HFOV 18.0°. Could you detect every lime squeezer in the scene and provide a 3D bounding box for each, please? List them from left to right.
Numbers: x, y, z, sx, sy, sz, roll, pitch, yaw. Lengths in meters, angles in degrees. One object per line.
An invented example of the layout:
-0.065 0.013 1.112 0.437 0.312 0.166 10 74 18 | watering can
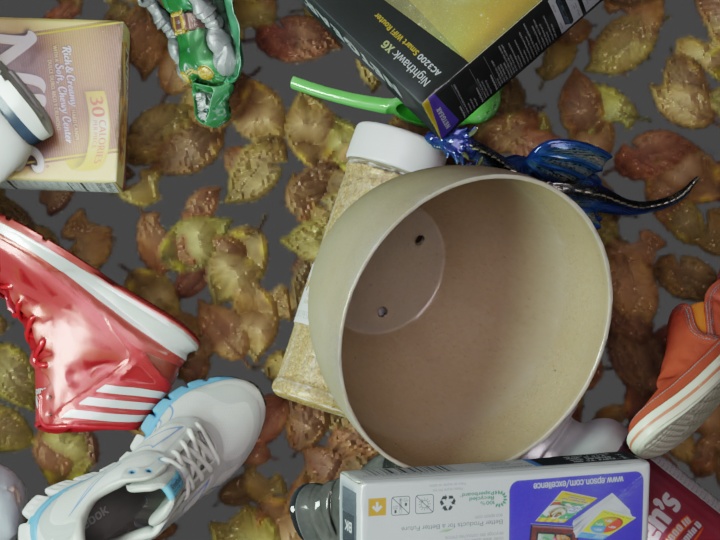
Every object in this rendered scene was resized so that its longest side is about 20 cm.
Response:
0.054 -0.132 1.602 0.199 0.038 0.071 -15 84 -1 | lime squeezer

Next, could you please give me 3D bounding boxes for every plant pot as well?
0.045 0.017 1.475 0.200 0.134 0.201 -10 111 -25 | plant pot

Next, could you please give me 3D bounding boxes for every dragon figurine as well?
0.138 -0.057 1.562 0.199 0.099 0.059 9 84 -2 | dragon figurine

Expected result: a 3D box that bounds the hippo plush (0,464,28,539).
-0.298 0.184 1.509 0.160 0.159 0.200 10 65 -10 | hippo plush

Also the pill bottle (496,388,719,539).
0.174 0.170 1.534 0.200 0.110 0.110 38 85 3 | pill bottle

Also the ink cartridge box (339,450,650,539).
0.085 0.220 1.437 0.198 0.043 0.201 -2 98 -18 | ink cartridge box

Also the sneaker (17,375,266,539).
-0.130 0.141 1.523 0.200 0.087 0.075 -39 106 -28 | sneaker

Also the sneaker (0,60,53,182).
-0.298 -0.144 1.534 0.080 0.076 0.200 -41 83 6 | sneaker

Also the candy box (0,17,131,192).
-0.264 -0.117 1.592 0.199 0.055 0.116 2 85 1 | candy box

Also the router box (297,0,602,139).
0.048 -0.208 1.562 0.157 0.052 0.200 -42 58 -4 | router box

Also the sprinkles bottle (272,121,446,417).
0.000 0.000 1.573 0.068 0.068 0.200 18 85 2 | sprinkles bottle

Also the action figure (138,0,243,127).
-0.122 -0.198 1.586 0.055 0.118 0.201 -18 96 -33 | action figure

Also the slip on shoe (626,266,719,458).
0.229 0.055 1.538 0.061 0.074 0.200 34 53 12 | slip on shoe

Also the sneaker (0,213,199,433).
-0.222 0.043 1.566 0.200 0.078 0.116 30 84 4 | sneaker

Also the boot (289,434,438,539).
0.048 0.210 1.533 0.070 0.132 0.200 -31 89 -46 | boot
